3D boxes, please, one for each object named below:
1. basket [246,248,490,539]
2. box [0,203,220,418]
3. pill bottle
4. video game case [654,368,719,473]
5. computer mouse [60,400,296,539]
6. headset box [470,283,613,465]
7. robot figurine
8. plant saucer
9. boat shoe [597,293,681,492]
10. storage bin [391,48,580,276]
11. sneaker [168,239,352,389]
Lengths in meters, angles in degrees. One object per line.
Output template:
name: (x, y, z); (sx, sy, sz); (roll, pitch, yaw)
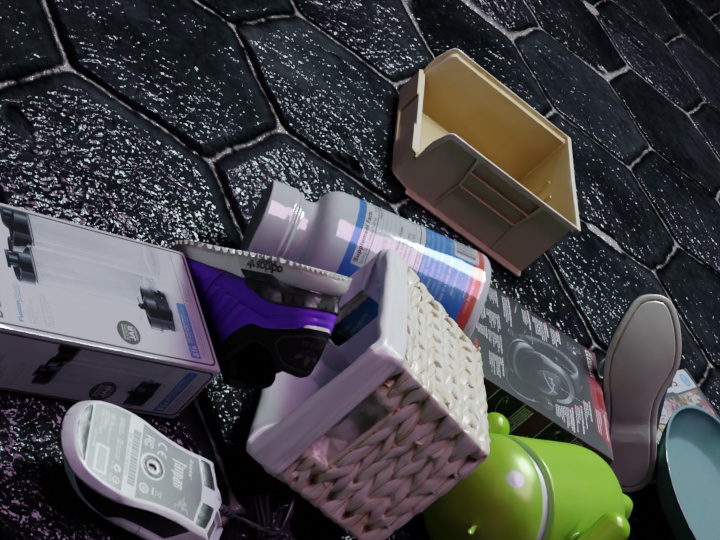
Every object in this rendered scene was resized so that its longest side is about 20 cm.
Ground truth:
basket: (0.011, 0.094, 1.021); (0.123, 0.136, 0.200); (46, 16, -13)
box: (-0.203, 0.026, 0.927); (0.200, 0.060, 0.117); (17, 40, -41)
pill bottle: (0.000, 0.000, 1.155); (0.200, 0.112, 0.112); (23, 34, -10)
video game case: (0.366, 0.200, 1.485); (0.181, 0.026, 0.200); (0, 53, -53)
computer mouse: (-0.124, 0.151, 0.898); (0.200, 0.044, 0.110); (36, 35, -29)
headset box: (0.146, 0.108, 1.262); (0.200, 0.077, 0.149); (34, 32, -23)
robot figurine: (0.133, 0.193, 1.098); (0.200, 0.116, 0.175); (14, 20, -42)
plant saucer: (0.350, 0.233, 1.353); (0.200, 0.036, 0.200); (31, 43, -34)
boat shoe: (0.268, 0.114, 1.319); (0.075, 0.200, 0.062); (1, 15, 2)
storage bin: (0.138, -0.127, 1.524); (0.199, 0.094, 0.200); (36, 31, -19)
sneaker: (-0.092, 0.035, 1.004); (0.070, 0.100, 0.200); (13, -2, -37)
